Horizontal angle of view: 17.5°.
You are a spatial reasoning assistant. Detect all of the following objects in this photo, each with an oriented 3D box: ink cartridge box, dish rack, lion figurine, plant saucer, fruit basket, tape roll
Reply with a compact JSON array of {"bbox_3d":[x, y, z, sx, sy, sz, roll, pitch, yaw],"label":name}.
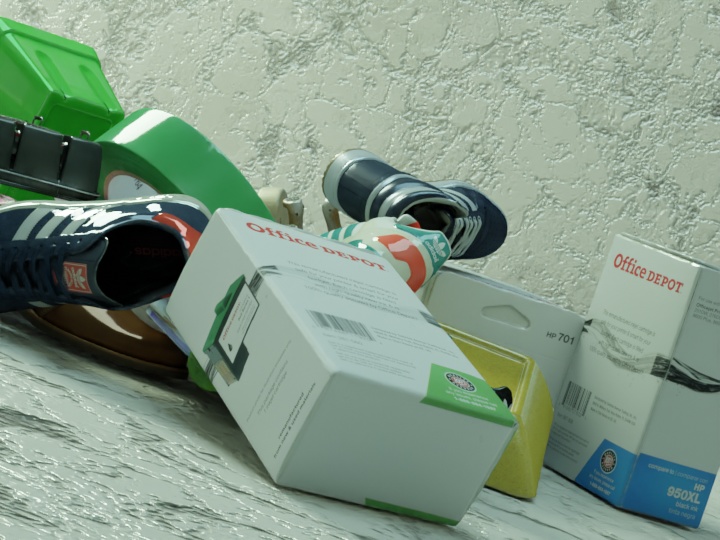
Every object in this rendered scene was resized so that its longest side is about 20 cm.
[{"bbox_3d":[0.236,0.085,1.860,0.084,0.201,0.144,17,4,-25],"label":"ink cartridge box"},{"bbox_3d":[-0.286,-0.100,1.747,0.153,0.055,0.200,15,2,-27],"label":"dish rack"},{"bbox_3d":[-0.031,0.010,1.920,0.072,0.123,0.200,-4,17,8],"label":"lion figurine"},{"bbox_3d":[0.053,0.082,1.744,0.199,0.049,0.200,22,18,2],"label":"plant saucer"},{"bbox_3d":[-0.327,-0.125,2.000,0.215,0.217,0.155,22,5,40],"label":"fruit basket"},{"bbox_3d":[-0.016,0.057,1.450,0.145,0.085,0.200,17,21,-34],"label":"ink cartridge box"},{"bbox_3d":[0.090,0.044,1.995,0.146,0.086,0.200,18,4,-14],"label":"ink cartridge box"},{"bbox_3d":[-0.128,-0.026,1.756,0.200,0.048,0.201,40,-26,24],"label":"tape roll"}]

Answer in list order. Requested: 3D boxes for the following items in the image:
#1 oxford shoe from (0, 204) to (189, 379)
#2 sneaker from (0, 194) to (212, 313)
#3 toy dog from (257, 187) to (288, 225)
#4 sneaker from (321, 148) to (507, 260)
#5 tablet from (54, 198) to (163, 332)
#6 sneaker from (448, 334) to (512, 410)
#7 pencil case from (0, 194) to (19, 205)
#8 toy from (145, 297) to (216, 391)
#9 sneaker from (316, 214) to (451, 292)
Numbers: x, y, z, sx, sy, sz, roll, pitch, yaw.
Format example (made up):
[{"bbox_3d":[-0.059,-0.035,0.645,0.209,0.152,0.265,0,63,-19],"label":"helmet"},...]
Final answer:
[{"bbox_3d":[-0.198,0.013,1.625,0.199,0.072,0.071,29,3,12],"label":"oxford shoe"},{"bbox_3d":[-0.195,-0.004,1.547,0.199,0.075,0.085,-12,22,3],"label":"sneaker"},{"bbox_3d":[-0.120,0.008,1.954,0.131,0.097,0.200,9,33,29],"label":"toy dog"},{"bbox_3d":[0.068,-0.034,1.888,0.199,0.070,0.108,19,11,-43],"label":"sneaker"},{"bbox_3d":[-0.157,0.011,1.780,0.199,0.014,0.131,22,-36,45],"label":"tablet"},{"bbox_3d":[0.018,0.067,1.626,0.200,0.080,0.072,35,-25,25],"label":"sneaker"},{"bbox_3d":[-0.268,-0.024,1.722,0.199,0.091,0.094,19,20,8],"label":"pencil case"},{"bbox_3d":[-0.090,0.048,1.609,0.115,0.047,0.200,45,5,-4],"label":"toy"},{"bbox_3d":[0.000,0.000,1.737,0.093,0.071,0.200,-25,8,-22],"label":"sneaker"}]
